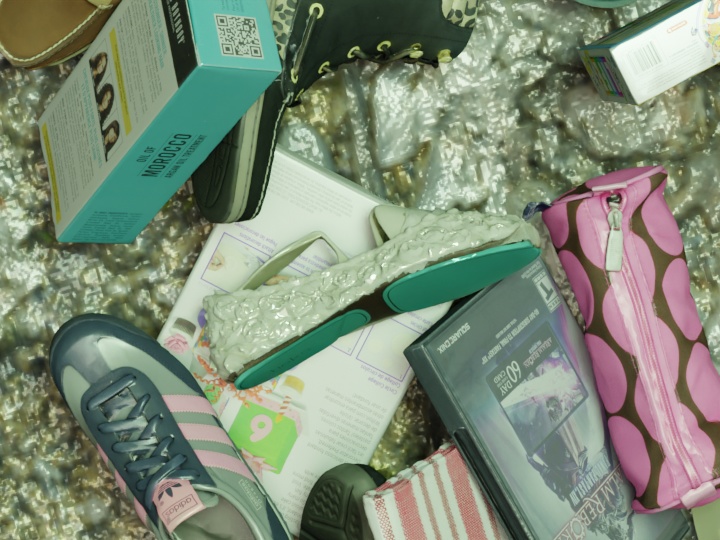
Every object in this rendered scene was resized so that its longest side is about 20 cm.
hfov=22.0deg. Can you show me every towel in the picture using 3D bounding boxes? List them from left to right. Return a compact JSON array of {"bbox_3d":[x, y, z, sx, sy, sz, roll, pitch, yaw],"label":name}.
[{"bbox_3d":[0.074,0.163,1.057,0.030,0.200,0.147,-13,98,37],"label":"towel"}]

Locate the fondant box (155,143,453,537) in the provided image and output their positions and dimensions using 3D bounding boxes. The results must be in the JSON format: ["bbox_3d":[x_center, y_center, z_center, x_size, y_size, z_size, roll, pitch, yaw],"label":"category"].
[{"bbox_3d":[-0.040,0.042,1.099,0.144,0.058,0.200,27,94,-4],"label":"fondant box"}]

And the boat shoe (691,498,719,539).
[{"bbox_3d":[0.245,0.157,1.117,0.063,0.074,0.202,1,84,-39],"label":"boat shoe"}]

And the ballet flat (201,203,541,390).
[{"bbox_3d":[0.000,0.000,1.036,0.199,0.072,0.072,-24,96,1],"label":"ballet flat"}]

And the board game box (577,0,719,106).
[{"bbox_3d":[0.221,-0.152,1.009,0.200,0.134,0.034,-28,96,3],"label":"board game box"}]

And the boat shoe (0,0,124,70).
[{"bbox_3d":[-0.133,-0.187,0.985,0.076,0.074,0.200,46,111,0],"label":"boat shoe"}]

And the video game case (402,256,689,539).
[{"bbox_3d":[0.113,0.101,1.075,0.019,0.143,0.200,-26,97,39],"label":"video game case"}]

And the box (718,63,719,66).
[{"bbox_3d":[0.292,-0.140,1.096,0.200,0.035,0.110,28,95,-4],"label":"box"}]

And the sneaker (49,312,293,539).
[{"bbox_3d":[-0.105,0.107,1.035,0.070,0.082,0.200,-40,91,5],"label":"sneaker"}]

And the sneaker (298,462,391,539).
[{"bbox_3d":[0.030,0.178,1.082,0.114,0.076,0.200,-27,126,-24],"label":"sneaker"}]

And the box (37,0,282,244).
[{"bbox_3d":[-0.115,-0.094,1.011,0.049,0.200,0.083,1,64,-32],"label":"box"}]

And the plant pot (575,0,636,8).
[{"bbox_3d":[0.166,-0.260,1.017,0.134,0.200,0.201,-22,97,-25],"label":"plant pot"}]

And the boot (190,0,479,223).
[{"bbox_3d":[-0.011,-0.120,1.044,0.153,0.073,0.204,8,91,-31],"label":"boot"}]

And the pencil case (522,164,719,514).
[{"bbox_3d":[0.166,0.042,1.072,0.090,0.094,0.201,-19,89,-6],"label":"pencil case"}]
